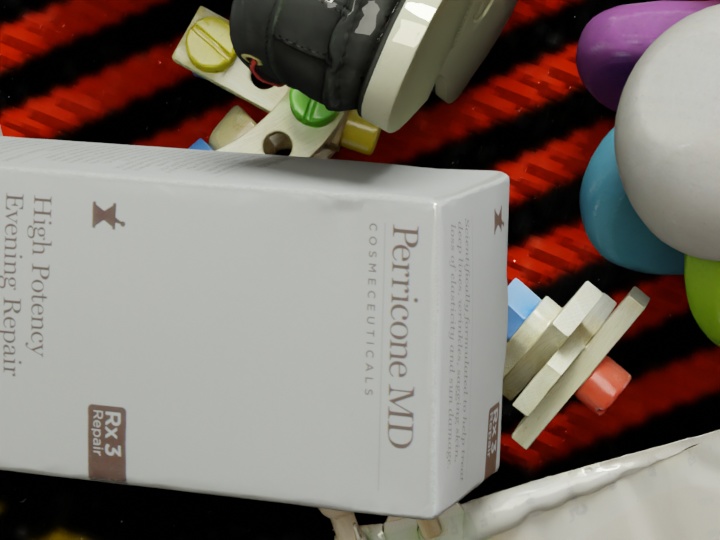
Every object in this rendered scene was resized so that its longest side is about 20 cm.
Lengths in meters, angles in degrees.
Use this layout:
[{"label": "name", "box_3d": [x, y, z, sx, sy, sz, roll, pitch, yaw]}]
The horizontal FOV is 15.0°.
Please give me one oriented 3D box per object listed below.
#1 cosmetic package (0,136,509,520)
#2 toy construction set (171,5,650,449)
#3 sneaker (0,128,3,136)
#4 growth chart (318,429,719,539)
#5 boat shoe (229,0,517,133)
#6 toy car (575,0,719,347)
[{"label": "cosmetic package", "box_3d": [-0.057, 0.014, 0.865, 0.199, 0.074, 0.102, 4, 100, 20]}, {"label": "toy construction set", "box_3d": [0.000, 0.000, 0.930, 0.200, 0.092, 0.131, 39, 85, 18]}, {"label": "sneaker", "box_3d": [-0.199, 0.014, 0.923, 0.199, 0.071, 0.080, -21, 92, -23]}, {"label": "growth chart", "box_3d": [0.096, 0.113, 0.910, 0.199, 0.018, 0.145, -13, 116, 1]}, {"label": "boat shoe", "box_3d": [0.014, -0.092, 0.883, 0.063, 0.201, 0.074, 26, 107, 10]}, {"label": "toy car", "box_3d": [0.142, -0.070, 0.904, 0.150, 0.175, 0.201, 18, 82, 42]}]
